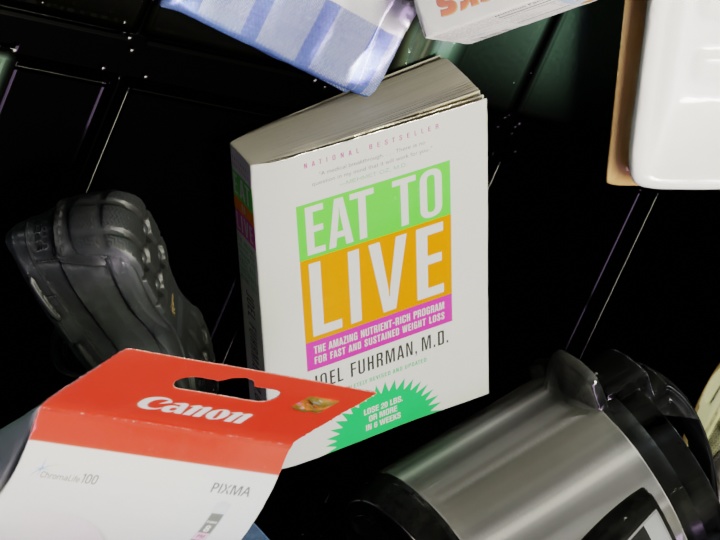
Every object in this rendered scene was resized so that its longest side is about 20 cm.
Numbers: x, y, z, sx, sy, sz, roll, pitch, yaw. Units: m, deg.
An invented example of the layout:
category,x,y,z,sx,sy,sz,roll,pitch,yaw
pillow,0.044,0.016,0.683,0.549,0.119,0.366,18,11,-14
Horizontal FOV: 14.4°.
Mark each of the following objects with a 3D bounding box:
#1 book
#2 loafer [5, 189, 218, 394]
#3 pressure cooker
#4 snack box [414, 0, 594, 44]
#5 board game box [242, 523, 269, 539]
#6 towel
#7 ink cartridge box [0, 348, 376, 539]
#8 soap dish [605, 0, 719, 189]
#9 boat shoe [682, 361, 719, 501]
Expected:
category,x,y,z,sx,sy,sz,roll,pitch,yaw
book,0.000,0.000,1.496,0.133,0.048,0.200,-20,131,-20
loafer,-0.119,0.033,1.418,0.070,0.068,0.201,-8,141,11
pressure cooker,0.113,0.146,1.586,0.200,0.179,0.176,-29,167,-19
snack box,0.129,-0.154,1.399,0.200,0.024,0.072,-18,175,19
board game box,-0.105,0.247,1.583,0.200,0.034,0.135,-39,135,-10
towel,0.004,-0.189,1.383,0.147,0.024,0.200,23,103,-43
ink cartridge box,-0.112,0.105,1.400,0.162,0.057,0.200,11,153,-41
soap dish,0.212,-0.140,1.500,0.157,0.081,0.200,-1,122,-6
boat shoe,0.223,0.141,1.739,0.073,0.065,0.200,-7,123,-36
